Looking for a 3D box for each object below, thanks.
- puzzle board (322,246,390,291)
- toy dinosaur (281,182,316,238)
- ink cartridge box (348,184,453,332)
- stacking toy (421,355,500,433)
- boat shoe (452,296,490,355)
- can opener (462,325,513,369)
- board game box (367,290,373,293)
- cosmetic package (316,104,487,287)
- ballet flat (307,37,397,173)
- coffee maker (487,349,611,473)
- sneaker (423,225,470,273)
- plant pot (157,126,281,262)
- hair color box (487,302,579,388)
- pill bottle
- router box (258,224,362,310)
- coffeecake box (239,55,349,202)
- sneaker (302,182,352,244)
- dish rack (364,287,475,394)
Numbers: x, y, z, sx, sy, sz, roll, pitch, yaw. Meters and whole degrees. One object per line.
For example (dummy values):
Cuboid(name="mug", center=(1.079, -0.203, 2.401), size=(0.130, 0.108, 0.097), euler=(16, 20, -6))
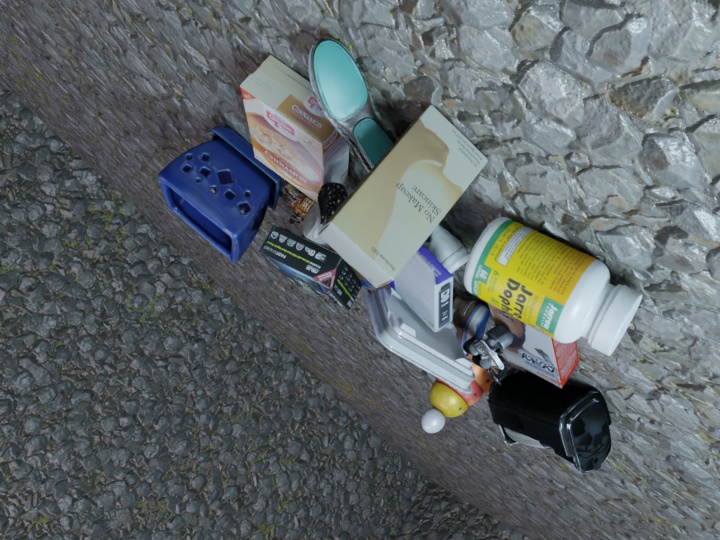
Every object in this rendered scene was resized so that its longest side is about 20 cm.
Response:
Cuboid(name="puzzle board", center=(0.000, 0.000, 1.190), size=(0.150, 0.018, 0.200), euler=(36, 170, -24))
Cuboid(name="toy dinosaur", center=(-0.090, -0.089, 1.249), size=(0.135, 0.102, 0.202), euler=(-15, 103, 50))
Cuboid(name="ink cartridge box", center=(0.064, -0.023, 0.961), size=(0.198, 0.043, 0.201), euler=(47, 165, 27))
Cuboid(name="stacking toy", center=(0.196, 0.261, 1.332), size=(0.146, 0.201, 0.146), euler=(35, 163, 12))
Cuboid(name="boat shoe", center=(0.195, 0.106, 1.187), size=(0.072, 0.072, 0.201), euler=(38, 153, 19))
Cuboid(name="can opener", center=(0.212, 0.125, 1.021), size=(0.054, 0.067, 0.200), euler=(52, 180, 6))
Cuboid(name="board game box", center=(0.069, 0.074, 1.304), size=(0.200, 0.034, 0.137), euler=(115, 133, -73))
Cuboid(name="cosmetic package", center=(0.052, -0.089, 0.758), size=(0.105, 0.201, 0.071), euler=(40, 163, -7))
Cuboid(name="ballet flat", center=(-0.010, -0.203, 0.815), size=(0.074, 0.074, 0.201), euler=(6, 130, 60))
Cuboid(name="coffee maker", center=(0.336, 0.257, 1.150), size=(0.192, 0.135, 0.199), euler=(47, 161, -21))
Cuboid(name="sneaker", center=(0.115, -0.027, 1.031), size=(0.089, 0.075, 0.200), euler=(54, 160, 3))
Cuboid(name="plant pot", center=(-0.272, -0.161, 1.281), size=(0.199, 0.180, 0.200), euler=(39, 162, 0))
Cuboid(name="hair color box", center=(0.276, 0.096, 0.991), size=(0.110, 0.064, 0.201), euler=(27, 158, 38))
Cuboid(name="pill bottle", center=(0.241, 0.021, 0.793), size=(0.199, 0.113, 0.113), euler=(30, 161, 26))
Cuboid(name="router box", center=(-0.089, -0.002, 1.195), size=(0.149, 0.063, 0.200), euler=(26, 169, 18))
Cuboid(name="coffeecake box", center=(-0.097, -0.210, 0.978), size=(0.153, 0.073, 0.200), euler=(37, 162, 10))
Cuboid(name="sneaker", center=(-0.039, -0.088, 0.982), size=(0.072, 0.073, 0.200), euler=(5, 170, -16))
Cuboid(name="dish rack", center=(0.103, 0.104, 1.027), size=(0.199, 0.044, 0.172), euler=(31, -161, -21))
